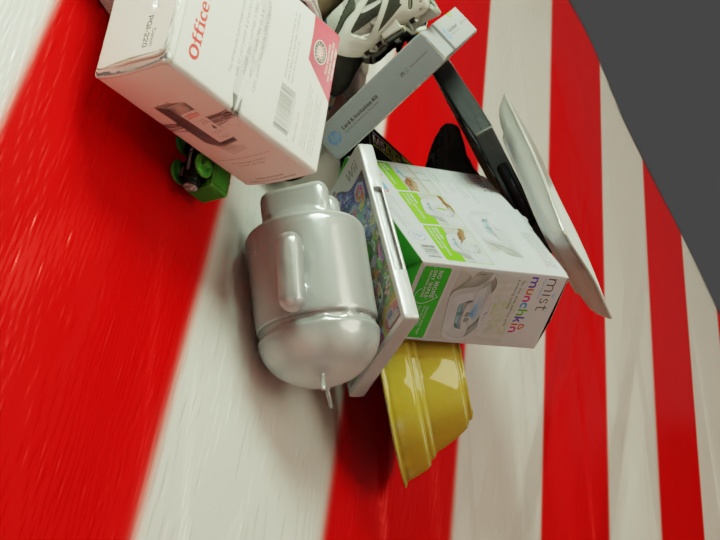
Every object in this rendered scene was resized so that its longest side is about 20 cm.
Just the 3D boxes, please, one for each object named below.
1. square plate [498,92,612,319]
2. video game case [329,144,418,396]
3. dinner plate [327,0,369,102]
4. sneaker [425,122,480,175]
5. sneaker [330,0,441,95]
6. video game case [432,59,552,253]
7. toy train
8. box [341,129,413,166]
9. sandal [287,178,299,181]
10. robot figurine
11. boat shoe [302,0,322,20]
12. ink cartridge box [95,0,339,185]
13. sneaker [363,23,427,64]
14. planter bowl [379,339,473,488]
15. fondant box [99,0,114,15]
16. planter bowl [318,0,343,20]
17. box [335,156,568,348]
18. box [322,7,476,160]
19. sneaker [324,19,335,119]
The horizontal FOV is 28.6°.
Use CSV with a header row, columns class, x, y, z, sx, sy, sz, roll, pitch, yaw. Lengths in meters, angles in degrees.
class,x,y,z,sx,sy,sz,roll,pitch,yaw
square plate,0.205,-0.064,1.521,0.200,0.028,0.199,51,17,-54
video game case,0.000,0.000,1.361,0.018,0.143,0.201,2,55,-24
dinner plate,-0.017,-0.286,1.617,0.200,0.024,0.201,-11,90,-80
sneaker,0.122,-0.074,1.623,0.076,0.090,0.201,119,-32,-70
sneaker,0.029,-0.251,1.395,0.088,0.201,0.074,27,21,-2
video game case,0.145,-0.130,1.577,0.181,0.025,0.200,59,5,-33
toy train,-0.129,-0.153,1.279,0.056,0.042,0.201,38,50,-45
box,0.047,-0.039,1.624,0.200,0.047,0.194,35,41,-53
sandal,-0.098,-0.165,1.375,0.200,0.054,0.082,56,29,-34
robot figurine,-0.044,0.022,1.297,0.170,0.112,0.201,43,35,-66
boat shoe,-0.062,-0.218,1.347,0.200,0.072,0.069,100,-20,-59
ink cartridge box,-0.115,-0.182,1.191,0.200,0.085,0.146,37,54,-47
sneaker,0.036,-0.276,1.533,0.200,0.079,0.079,90,1,-81
planter bowl,0.066,0.113,1.432,0.200,0.083,0.201,-11,90,-88
fondant box,-0.206,-0.310,1.232,0.200,0.058,0.145,58,29,-33
planter bowl,-0.064,-0.343,1.372,0.200,0.135,0.201,9,74,-33
box,0.082,-0.021,1.431,0.176,0.097,0.200,6,31,-31
box,0.041,-0.201,1.492,0.041,0.156,0.200,47,23,-3
sneaker,-0.060,-0.234,1.495,0.087,0.075,0.201,105,-15,-80
